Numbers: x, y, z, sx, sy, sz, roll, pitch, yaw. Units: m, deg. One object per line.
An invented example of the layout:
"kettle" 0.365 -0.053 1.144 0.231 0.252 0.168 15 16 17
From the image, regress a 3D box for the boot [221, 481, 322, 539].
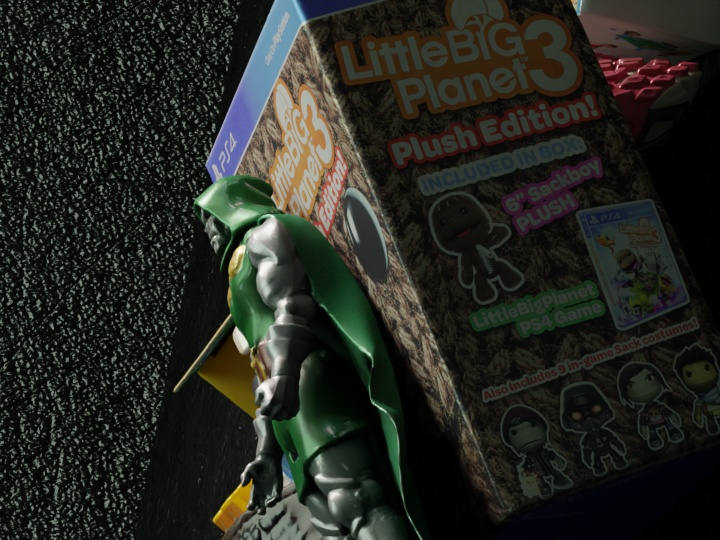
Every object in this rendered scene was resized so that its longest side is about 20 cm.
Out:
"boot" 0.011 0.106 1.118 0.075 0.097 0.200 52 122 28

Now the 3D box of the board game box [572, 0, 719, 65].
"board game box" 0.110 -0.157 1.131 0.200 0.064 0.149 163 120 -80

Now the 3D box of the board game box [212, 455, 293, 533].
"board game box" 0.004 0.043 1.367 0.200 0.026 0.200 -52 -1 -20

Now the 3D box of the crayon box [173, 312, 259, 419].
"crayon box" -0.011 -0.001 1.336 0.126 0.051 0.200 -52 -2 22

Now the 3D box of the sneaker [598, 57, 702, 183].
"sneaker" 0.089 -0.039 1.070 0.200 0.080 0.075 107 161 -82

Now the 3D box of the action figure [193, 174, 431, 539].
"action figure" -0.013 0.051 0.915 0.118 0.054 0.201 101 151 -57

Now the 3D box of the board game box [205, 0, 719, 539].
"board game box" 0.036 0.005 0.962 0.160 0.096 0.201 120 130 -64

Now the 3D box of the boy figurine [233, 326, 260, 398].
"boy figurine" 0.000 0.000 1.164 0.065 0.124 0.201 51 149 29
